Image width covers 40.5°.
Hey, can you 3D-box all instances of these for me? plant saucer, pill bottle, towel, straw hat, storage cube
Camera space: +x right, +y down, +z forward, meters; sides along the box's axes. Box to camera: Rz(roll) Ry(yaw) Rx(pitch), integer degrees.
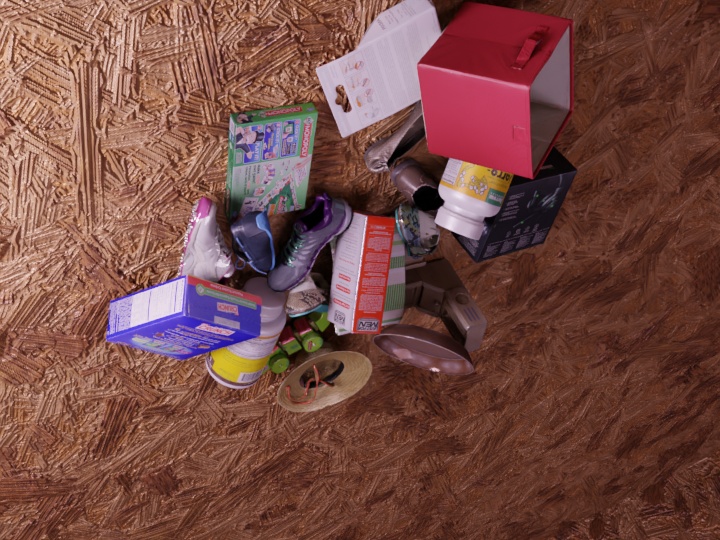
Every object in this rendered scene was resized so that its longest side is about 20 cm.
[{"bbox_3d":[0.122,0.146,1.846,0.200,0.199,0.035,42,62,-52],"label":"plant saucer"},{"bbox_3d":[-0.201,0.110,1.747,0.109,0.110,0.201,-1,134,-34],"label":"pill bottle"},{"bbox_3d":[0.014,0.008,1.767,0.151,0.023,0.202,-9,104,-27],"label":"towel"},{"bbox_3d":[0.199,-0.160,1.652,0.112,0.113,0.201,13,102,-43],"label":"pill bottle"},{"bbox_3d":[-0.083,0.189,1.941,0.199,0.085,0.202,-14,141,-12],"label":"straw hat"},{"bbox_3d":[0.206,-0.271,1.467,0.171,0.179,0.201,-56,150,-32],"label":"storage cube"}]

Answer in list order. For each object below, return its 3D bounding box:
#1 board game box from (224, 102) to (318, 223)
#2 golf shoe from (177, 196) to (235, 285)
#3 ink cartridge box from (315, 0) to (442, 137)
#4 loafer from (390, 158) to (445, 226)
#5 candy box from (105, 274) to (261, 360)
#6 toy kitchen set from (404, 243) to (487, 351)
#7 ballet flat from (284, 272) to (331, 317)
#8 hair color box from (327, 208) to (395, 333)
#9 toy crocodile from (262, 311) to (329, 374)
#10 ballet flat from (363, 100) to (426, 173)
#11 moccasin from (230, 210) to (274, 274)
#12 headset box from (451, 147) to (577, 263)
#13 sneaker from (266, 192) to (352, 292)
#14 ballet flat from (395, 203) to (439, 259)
[{"bbox_3d":[-0.143,-0.167,1.535,0.134,0.029,0.201,-13,140,-23],"label":"board game box"},{"bbox_3d":[-0.239,-0.038,1.563,0.091,0.076,0.201,13,138,-8],"label":"golf shoe"},{"bbox_3d":[0.034,-0.308,1.482,0.199,0.047,0.160,-27,144,-2],"label":"ink cartridge box"},{"bbox_3d":[0.121,-0.121,1.733,0.073,0.071,0.200,-41,142,14],"label":"loafer"},{"bbox_3d":[-0.291,0.080,1.613,0.199,0.078,0.169,-16,155,36],"label":"candy box"},{"bbox_3d":[0.114,0.052,1.838,0.198,0.181,0.164,-13,139,-21],"label":"toy kitchen set"},{"bbox_3d":[-0.089,0.041,1.742,0.067,0.076,0.200,-12,177,18],"label":"ballet flat"},{"bbox_3d":[0.000,0.000,1.686,0.061,0.101,0.202,4,99,-29],"label":"hair color box"},{"bbox_3d":[-0.139,0.135,1.855,0.199,0.068,0.062,-33,138,0],"label":"toy crocodile"},{"bbox_3d":[0.090,-0.229,1.608,0.200,0.047,0.067,-39,143,11],"label":"ballet flat"},{"bbox_3d":[-0.179,-0.051,1.587,0.068,0.081,0.200,-14,159,-7],"label":"moccasin"},{"bbox_3d":[0.283,-0.131,1.799,0.173,0.093,0.201,-16,142,-30],"label":"headset box"},{"bbox_3d":[-0.105,-0.052,1.653,0.200,0.074,0.087,-50,150,9],"label":"sneaker"},{"bbox_3d":[0.105,-0.073,1.723,0.074,0.075,0.200,-31,165,1],"label":"ballet flat"}]
